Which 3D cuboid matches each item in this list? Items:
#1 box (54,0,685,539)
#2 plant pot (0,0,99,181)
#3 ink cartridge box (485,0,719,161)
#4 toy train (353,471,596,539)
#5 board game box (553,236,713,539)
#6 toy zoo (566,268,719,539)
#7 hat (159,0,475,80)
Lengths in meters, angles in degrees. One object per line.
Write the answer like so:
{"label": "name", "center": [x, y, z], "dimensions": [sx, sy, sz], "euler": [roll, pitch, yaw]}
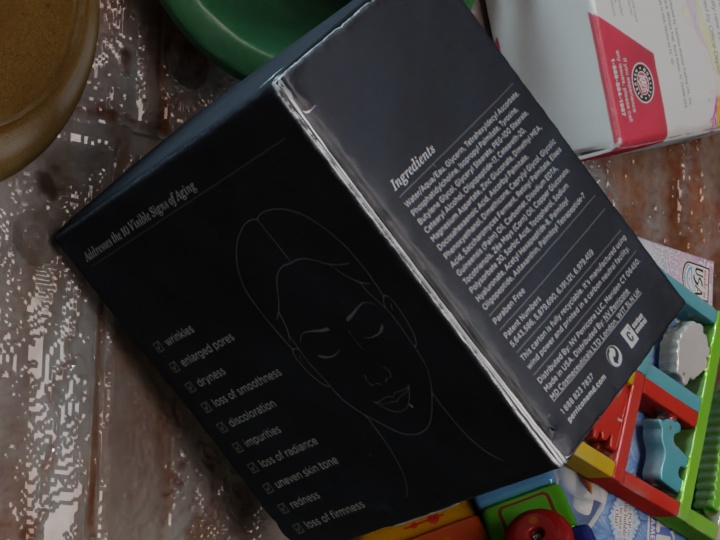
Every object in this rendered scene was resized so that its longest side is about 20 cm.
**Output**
{"label": "box", "center": [0.000, 0.000, 0.870], "dimensions": [0.197, 0.200, 0.124], "euler": [51, 51, -10]}
{"label": "plant pot", "center": [-0.192, -0.135, 0.856], "dimensions": [0.199, 0.027, 0.202], "euler": [10, 75, -42]}
{"label": "ink cartridge box", "center": [0.172, -0.148, 1.161], "dimensions": [0.199, 0.085, 0.149], "euler": [-12, 90, -45]}
{"label": "toy train", "center": [0.012, 0.145, 0.962], "dimensions": [0.085, 0.199, 0.116], "euler": [71, -2, -50]}
{"label": "board game box", "center": [0.125, 0.074, 1.106], "dimensions": [0.198, 0.043, 0.202], "euler": [15, 73, -42]}
{"label": "toy zoo", "center": [0.153, 0.059, 1.089], "dimensions": [0.199, 0.020, 0.132], "euler": [32, 63, -36]}
{"label": "hat", "center": [-0.020, -0.186, 0.996], "dimensions": [0.200, 0.166, 0.176], "euler": [41, 12, -18]}
